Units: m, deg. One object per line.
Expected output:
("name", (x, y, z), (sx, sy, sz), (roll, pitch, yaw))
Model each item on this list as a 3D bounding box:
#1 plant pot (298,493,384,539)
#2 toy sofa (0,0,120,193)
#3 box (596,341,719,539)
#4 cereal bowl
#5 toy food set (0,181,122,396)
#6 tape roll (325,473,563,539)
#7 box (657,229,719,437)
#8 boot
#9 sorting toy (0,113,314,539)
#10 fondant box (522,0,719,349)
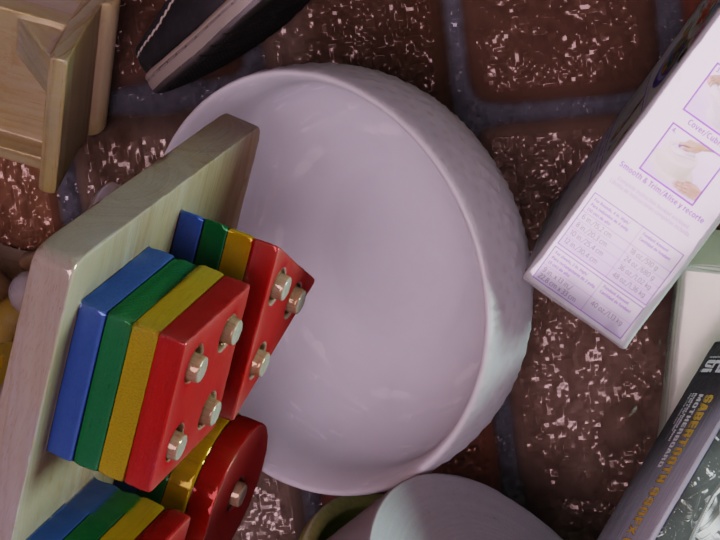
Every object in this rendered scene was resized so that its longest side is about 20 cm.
("plant pot", (-0.018, 0.238, 1.206), (0.184, 0.200, 0.200), (-39, 95, 27))
("toy sofa", (-0.215, -0.118, 1.202), (0.200, 0.098, 0.083), (16, 130, 5))
("box", (0.197, 0.149, 1.101), (0.200, 0.048, 0.158), (37, 76, -19))
("cereal bowl", (0.000, 0.000, 1.169), (0.200, 0.083, 0.200), (9, 105, 37))
("toy food set", (-0.174, 0.035, 1.148), (0.060, 0.200, 0.144), (30, 72, -21))
("tape roll", (0.054, 0.189, 1.101), (0.066, 0.200, 0.200), (-40, 95, 27))
("box", (0.172, 0.087, 1.183), (0.068, 0.082, 0.200), (5, 106, 6))
("boot", (-0.070, -0.190, 1.152), (0.151, 0.073, 0.200), (50, 130, 7))
("sorting toy", (-0.086, 0.059, 1.084), (0.070, 0.199, 0.200), (21, 115, 12))
("fondant box", (0.155, -0.074, 1.112), (0.058, 0.144, 0.200), (34, 106, 0))
